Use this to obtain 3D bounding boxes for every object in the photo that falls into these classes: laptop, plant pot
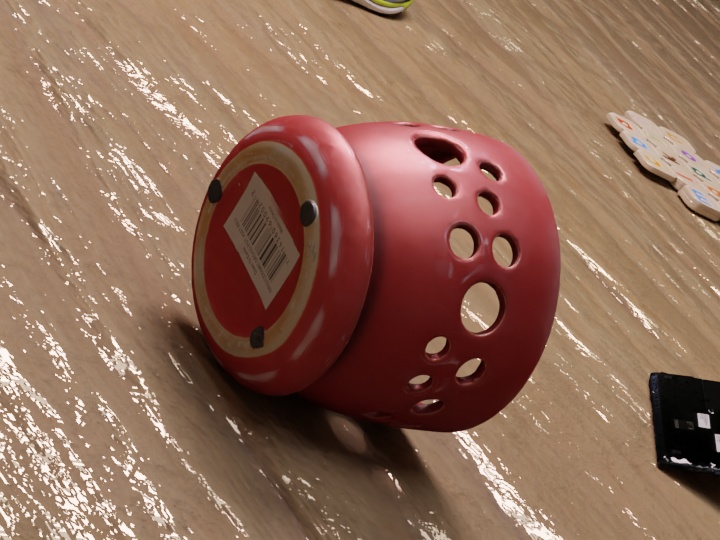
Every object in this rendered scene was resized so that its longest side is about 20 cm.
[{"bbox_3d":[0.328,0.175,1.950,0.198,0.104,0.177,8,21,1],"label":"laptop"},{"bbox_3d":[0.000,0.000,1.552,0.182,0.201,0.201,7,33,-36],"label":"plant pot"}]

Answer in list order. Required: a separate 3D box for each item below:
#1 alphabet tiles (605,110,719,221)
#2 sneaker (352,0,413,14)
[{"bbox_3d":[0.359,-0.108,2.635,0.195,0.015,0.200,23,23,-32],"label":"alphabet tiles"},{"bbox_3d":[0.003,-0.317,2.433,0.074,0.081,0.199,47,23,29],"label":"sneaker"}]
